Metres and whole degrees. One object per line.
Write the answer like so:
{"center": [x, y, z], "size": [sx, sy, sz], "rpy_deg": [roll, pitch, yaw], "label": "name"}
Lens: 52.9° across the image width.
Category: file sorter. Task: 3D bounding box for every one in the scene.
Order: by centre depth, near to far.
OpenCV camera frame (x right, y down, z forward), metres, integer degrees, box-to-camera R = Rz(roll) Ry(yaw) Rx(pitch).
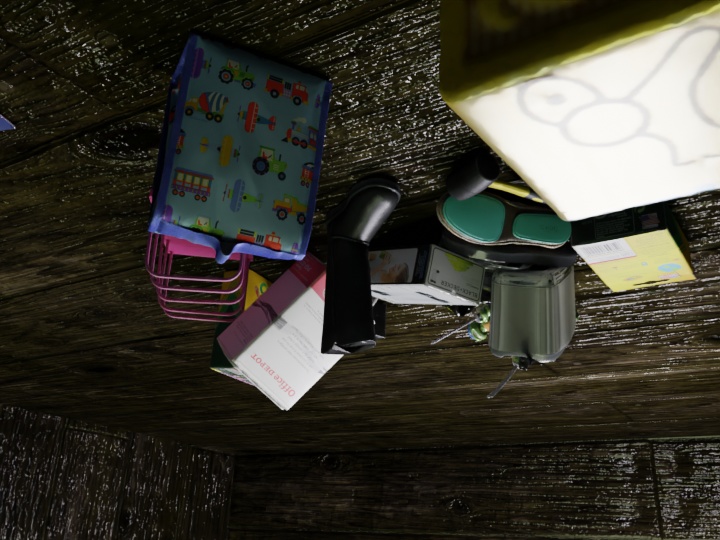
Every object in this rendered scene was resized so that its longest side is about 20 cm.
{"center": [-0.231, -0.012, 1.055], "size": [0.137, 0.127, 0.200], "rpy_deg": [5, 158, -6], "label": "file sorter"}

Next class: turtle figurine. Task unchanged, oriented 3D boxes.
{"center": [0.258, 0.104, 1.216], "size": [0.193, 0.145, 0.200], "rpy_deg": [-34, 179, 32], "label": "turtle figurine"}

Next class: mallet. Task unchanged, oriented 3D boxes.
{"center": [0.195, -0.097, 0.910], "size": [0.199, 0.042, 0.066], "rpy_deg": [14, 156, -35], "label": "mallet"}

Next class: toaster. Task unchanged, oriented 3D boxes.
{"center": [0.250, 0.049, 1.057], "size": [0.113, 0.131, 0.200], "rpy_deg": [4, -164, 28], "label": "toaster"}

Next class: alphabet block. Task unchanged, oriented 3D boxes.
{"center": [0.183, -0.174, 0.496], "size": [0.194, 0.198, 0.199], "rpy_deg": [-14, 153, 33], "label": "alphabet block"}

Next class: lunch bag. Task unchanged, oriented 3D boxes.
{"center": [-0.117, -0.103, 0.706], "size": [0.149, 0.202, 0.094], "rpy_deg": [13, 156, -23], "label": "lunch bag"}

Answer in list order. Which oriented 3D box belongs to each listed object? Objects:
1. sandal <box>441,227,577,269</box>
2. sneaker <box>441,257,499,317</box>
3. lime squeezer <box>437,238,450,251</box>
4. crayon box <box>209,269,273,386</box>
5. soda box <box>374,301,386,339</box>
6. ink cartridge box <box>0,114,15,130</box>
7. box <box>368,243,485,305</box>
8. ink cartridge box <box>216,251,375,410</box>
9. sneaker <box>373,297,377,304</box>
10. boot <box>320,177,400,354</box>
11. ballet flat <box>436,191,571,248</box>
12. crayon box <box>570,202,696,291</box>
{"center": [0.204, -0.023, 0.990], "size": [0.198, 0.076, 0.043], "rpy_deg": [8, 121, -15], "label": "sandal"}
{"center": [0.140, 0.035, 1.169], "size": [0.198, 0.088, 0.074], "rpy_deg": [-12, 154, 34], "label": "sneaker"}
{"center": [0.149, -0.042, 1.066], "size": [0.199, 0.038, 0.070], "rpy_deg": [-16, -176, 39], "label": "lime squeezer"}
{"center": [-0.176, 0.113, 1.294], "size": [0.058, 0.174, 0.200], "rpy_deg": [-4, 158, 27], "label": "crayon box"}
{"center": [-0.047, 0.077, 1.324], "size": [0.199, 0.071, 0.063], "rpy_deg": [18, 154, -32], "label": "soda box"}
{"center": [-0.528, -0.180, 0.790], "size": [0.198, 0.044, 0.196], "rpy_deg": [-3, 157, 19], "label": "ink cartridge box"}
{"center": [0.077, 0.009, 1.089], "size": [0.116, 0.061, 0.199], "rpy_deg": [19, 168, -34], "label": "box"}
{"center": [-0.099, 0.095, 1.122], "size": [0.146, 0.200, 0.085], "rpy_deg": [51, 171, -36], "label": "ink cartridge box"}
{"center": [-0.056, 0.064, 1.229], "size": [0.199, 0.089, 0.075], "rpy_deg": [-36, -172, -17], "label": "sneaker"}
{"center": [0.000, 0.000, 0.949], "size": [0.065, 0.202, 0.165], "rpy_deg": [12, 157, -21], "label": "boot"}
{"center": [0.180, -0.065, 0.954], "size": [0.198, 0.069, 0.067], "rpy_deg": [13, -173, -19], "label": "ballet flat"}
{"center": [0.388, -0.030, 1.022], "size": [0.126, 0.051, 0.200], "rpy_deg": [-11, 154, 31], "label": "crayon box"}
